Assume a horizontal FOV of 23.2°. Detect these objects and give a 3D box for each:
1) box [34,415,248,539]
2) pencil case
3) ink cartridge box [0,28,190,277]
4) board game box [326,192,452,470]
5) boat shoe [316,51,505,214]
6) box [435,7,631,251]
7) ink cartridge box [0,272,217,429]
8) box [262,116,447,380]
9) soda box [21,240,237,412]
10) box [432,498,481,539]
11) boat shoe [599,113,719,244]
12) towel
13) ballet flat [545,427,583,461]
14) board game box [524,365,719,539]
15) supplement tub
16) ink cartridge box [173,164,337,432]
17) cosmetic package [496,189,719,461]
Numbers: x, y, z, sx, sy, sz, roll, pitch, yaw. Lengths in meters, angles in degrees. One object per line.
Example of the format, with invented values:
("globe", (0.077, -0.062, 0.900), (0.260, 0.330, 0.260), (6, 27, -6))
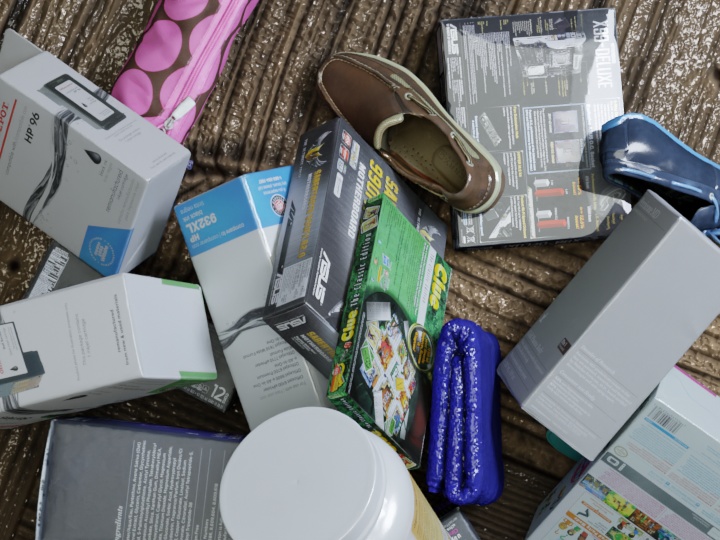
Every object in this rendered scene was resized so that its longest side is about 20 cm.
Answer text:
("box", (-0.159, 0.183, 1.459), (0.197, 0.148, 0.106), (7, 87, -2))
("pencil case", (-0.144, -0.195, 1.508), (0.090, 0.094, 0.202), (26, 87, -19))
("ink cartridge box", (-0.251, -0.098, 1.469), (0.199, 0.068, 0.117), (34, 127, 12))
("board game box", (0.025, 0.046, 1.381), (0.023, 0.202, 0.105), (-21, 130, 33))
("boat shoe", (0.034, -0.125, 1.489), (0.202, 0.075, 0.075), (37, 105, 22))
("box", (0.151, -0.124, 1.536), (0.156, 0.050, 0.203), (-5, 87, -3))
("ink cartridge box", (-0.235, 0.067, 1.384), (0.198, 0.146, 0.085), (-15, 81, 18))
("box", (0.000, 0.000, 1.435), (0.158, 0.048, 0.202), (44, 41, -34))
("soda box", (-0.186, 0.048, 1.504), (0.198, 0.071, 0.064), (28, 88, 0))
("box", (0.090, 0.306, 1.473), (0.105, 0.122, 0.201), (-33, 87, -2))
("boat shoe", (0.277, -0.056, 1.506), (0.198, 0.084, 0.069), (27, 60, -17))
("towel", (0.086, 0.119, 1.446), (0.049, 0.200, 0.150), (-3, 83, 9))
("ballet flat", (0.258, 0.157, 1.521), (0.198, 0.073, 0.074), (24, 86, 6))
("board game box", (0.251, 0.195, 1.460), (0.147, 0.064, 0.201), (36, 123, -2))
("supplement tub", (-0.014, 0.205, 1.322), (0.143, 0.201, 0.146), (-11, 53, 15))
("ink cartridge box", (-0.055, 0.020, 1.467), (0.083, 0.145, 0.202), (-21, 87, 32))
("cosmetic package", (0.212, 0.043, 1.427), (0.090, 0.107, 0.201), (35, 97, -14))
